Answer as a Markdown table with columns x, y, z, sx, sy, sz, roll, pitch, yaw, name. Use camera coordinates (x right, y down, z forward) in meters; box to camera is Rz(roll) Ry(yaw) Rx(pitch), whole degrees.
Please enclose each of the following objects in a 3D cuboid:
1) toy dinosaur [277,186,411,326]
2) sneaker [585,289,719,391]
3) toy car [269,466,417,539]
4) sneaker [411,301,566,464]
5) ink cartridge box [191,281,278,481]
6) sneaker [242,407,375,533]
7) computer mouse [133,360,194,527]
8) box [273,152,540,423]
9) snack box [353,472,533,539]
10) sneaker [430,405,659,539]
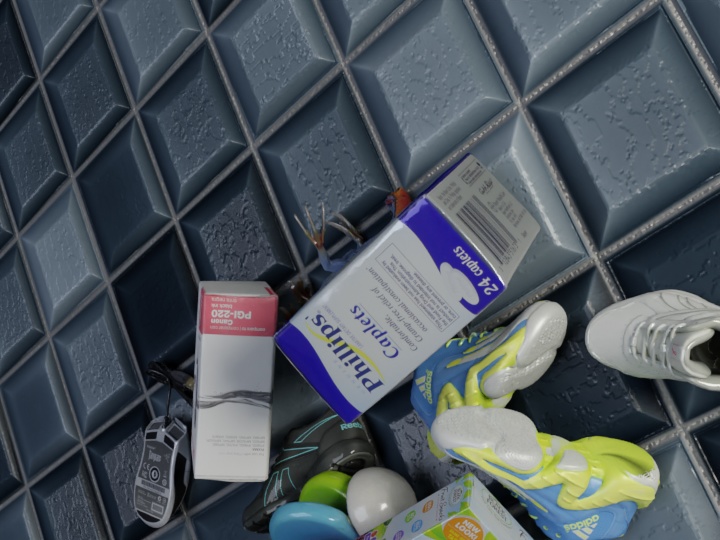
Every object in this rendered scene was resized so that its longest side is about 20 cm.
| x | y | z | sx | sy | sz | roll | pitch | yaw | name |
| --- | --- | --- | --- | --- | --- | --- | --- | --- | --- |
| 0.000 | 0.000 | 1.128 | 0.181 | 0.105 | 0.200 | -26 | 108 | 29 | toy dinosaur |
| 0.261 | 0.057 | 0.857 | 0.199 | 0.099 | 0.078 | 1 | 92 | 41 | sneaker |
| -0.022 | 0.300 | 1.051 | 0.175 | 0.150 | 0.201 | -33 | 73 | 38 | toy car |
| 0.105 | 0.085 | 1.002 | 0.105 | 0.076 | 0.200 | 49 | 122 | 30 | sneaker |
| -0.142 | 0.117 | 1.183 | 0.146 | 0.084 | 0.201 | -155 | 66 | -79 | ink cartridge box |
| -0.061 | 0.222 | 1.176 | 0.200 | 0.075 | 0.079 | -41 | 51 | 27 | sneaker |
| -0.239 | 0.220 | 1.342 | 0.109 | 0.044 | 0.201 | 13 | 94 | 36 | computer mouse |
| 0.045 | 0.010 | 0.962 | 0.105 | 0.184 | 0.200 | 46 | 115 | 0 | box |
| 0.103 | 0.290 | 0.945 | 0.142 | 0.053 | 0.200 | -36 | 107 | 22 | snack box |
| 0.152 | 0.188 | 0.931 | 0.199 | 0.076 | 0.105 | 14 | 117 | 7 | sneaker |
